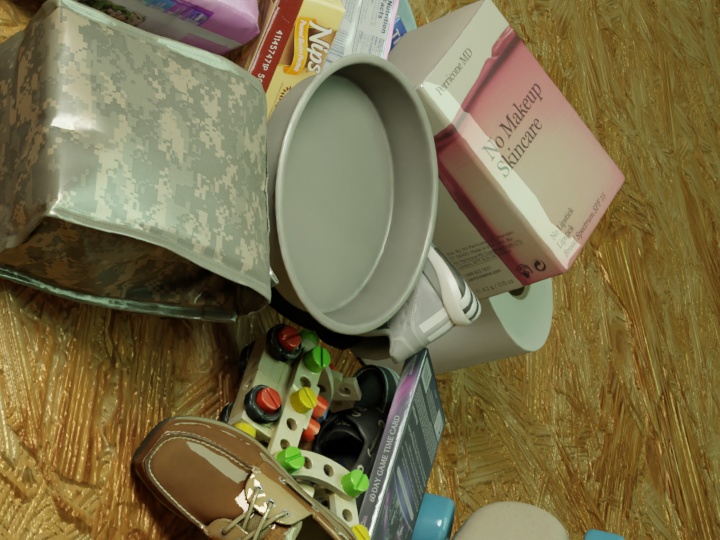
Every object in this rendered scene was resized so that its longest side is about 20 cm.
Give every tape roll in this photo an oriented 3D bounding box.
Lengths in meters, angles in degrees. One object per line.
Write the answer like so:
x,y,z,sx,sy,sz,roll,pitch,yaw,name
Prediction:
0.070,-0.011,1.892,0.203,0.139,0.203,47,35,-50,tape roll

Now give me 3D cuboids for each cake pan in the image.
-0.012,-0.055,1.531,0.200,0.037,0.201,-10,102,-55,cake pan

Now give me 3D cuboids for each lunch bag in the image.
-0.144,-0.063,1.393,0.200,0.117,0.165,18,58,-36,lunch bag

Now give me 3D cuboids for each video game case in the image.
0.028,0.178,1.684,0.143,0.019,0.201,74,31,-61,video game case

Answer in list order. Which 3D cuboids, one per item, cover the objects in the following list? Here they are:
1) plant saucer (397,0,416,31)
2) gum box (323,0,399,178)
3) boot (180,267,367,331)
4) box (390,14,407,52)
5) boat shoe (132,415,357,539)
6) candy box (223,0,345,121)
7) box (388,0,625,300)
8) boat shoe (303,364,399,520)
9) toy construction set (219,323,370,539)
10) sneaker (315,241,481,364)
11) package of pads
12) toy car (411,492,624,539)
-0.034,-0.171,1.804,0.201,0.039,0.202,-7,101,-41,plant saucer
-0.031,-0.157,1.658,0.066,0.113,0.201,19,70,-20,gum box
-0.093,-0.001,1.539,0.200,0.076,0.168,45,28,-8,boot
-0.006,-0.123,1.778,0.200,0.048,0.122,-43,121,-28,box
-0.065,0.170,1.475,0.200,0.076,0.074,36,1,-27,boat shoe
-0.071,-0.188,1.610,0.055,0.116,0.200,16,23,-20,candy box
0.099,-0.097,1.729,0.200,0.109,0.128,50,51,-19,box
-0.006,0.141,1.718,0.057,0.068,0.200,60,29,-34,boat shoe
-0.042,0.119,1.614,0.131,0.092,0.200,37,30,-20,toy construction set
0.000,0.000,1.671,0.075,0.115,0.200,52,-1,-44,sneaker
-0.161,-0.235,1.489,0.200,0.076,0.121,18,53,-41,package of pads
0.116,0.319,1.828,0.177,0.184,0.201,-69,167,-54,toy car
